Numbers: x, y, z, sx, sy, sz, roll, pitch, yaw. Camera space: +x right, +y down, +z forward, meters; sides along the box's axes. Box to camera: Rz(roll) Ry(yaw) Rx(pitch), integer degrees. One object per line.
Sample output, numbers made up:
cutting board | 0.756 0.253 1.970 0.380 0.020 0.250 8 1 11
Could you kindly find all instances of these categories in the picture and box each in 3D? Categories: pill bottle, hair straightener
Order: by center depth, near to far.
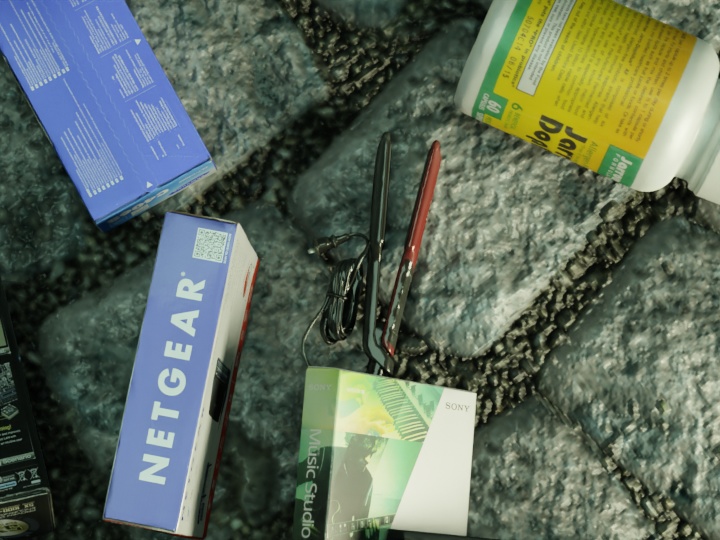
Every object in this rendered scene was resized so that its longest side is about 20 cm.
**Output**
pill bottle | 0.174 -0.122 1.496 0.200 0.113 0.113 24 84 3
hair straightener | 0.000 0.000 1.526 0.077 0.041 0.200 12 87 3

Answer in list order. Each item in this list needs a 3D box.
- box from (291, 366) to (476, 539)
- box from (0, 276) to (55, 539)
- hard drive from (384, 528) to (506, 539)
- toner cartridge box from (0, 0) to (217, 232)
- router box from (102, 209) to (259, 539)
box | 0.015 0.170 1.452 0.036 0.144 0.200 -4 80 41
box | -0.317 0.109 1.454 0.200 0.086 0.164 -13 67 -11
hard drive | 0.105 0.249 1.446 0.200 0.033 0.140 9 82 -25
toner cartridge box | -0.189 -0.136 1.539 0.095 0.043 0.200 -29 83 -2
router box | -0.115 0.074 1.442 0.049 0.180 0.200 11 83 3
